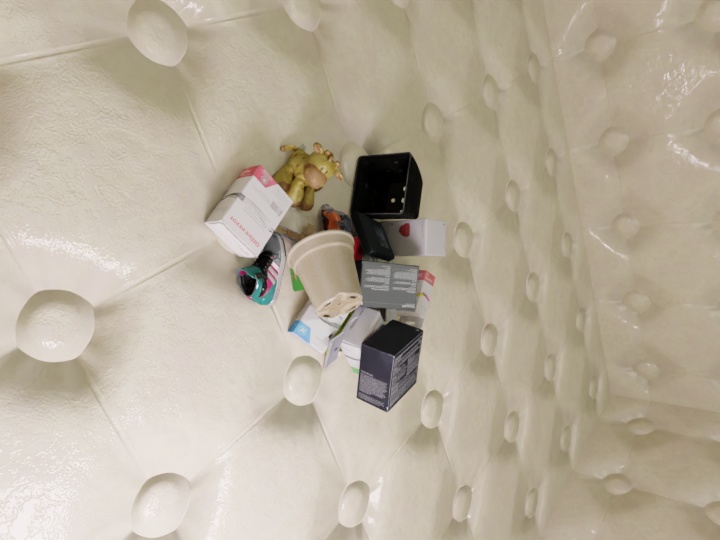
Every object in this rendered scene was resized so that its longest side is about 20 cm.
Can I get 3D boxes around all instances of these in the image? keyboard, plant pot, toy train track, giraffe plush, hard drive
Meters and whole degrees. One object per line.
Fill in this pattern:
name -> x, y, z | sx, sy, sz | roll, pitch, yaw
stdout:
keyboard -> -0.080, 0.239, 1.553 | 0.056, 0.011, 0.201 | -39, 162, -29
plant pot -> 0.107, -0.260, 1.723 | 0.177, 0.199, 0.201 | 19, 76, -56
toy train track -> -0.193, -0.094, 1.513 | 0.199, 0.032, 0.116 | 23, 63, -36
plant pot -> -0.083, 0.021, 1.424 | 0.200, 0.200, 0.185 | 9, 50, -46
giraffe plush -> -0.136, -0.279, 1.476 | 0.172, 0.161, 0.202 | 16, 80, -45
hard drive -> 0.042, -0.107, 1.678 | 0.200, 0.033, 0.141 | 14, 53, -66

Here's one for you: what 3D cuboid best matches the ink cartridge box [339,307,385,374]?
ink cartridge box -> 0.017, 0.230, 1.664 | 0.146, 0.084, 0.201 | -58, 147, -28

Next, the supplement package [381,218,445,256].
supplement package -> 0.180, -0.111, 1.787 | 0.119, 0.199, 0.122 | 2, 89, -46

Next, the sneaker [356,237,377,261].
sneaker -> 0.000, 0.000, 1.688 | 0.115, 0.075, 0.202 | -44, 123, -39

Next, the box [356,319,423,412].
box -> 0.092, 0.288, 1.608 | 0.200, 0.122, 0.200 | -28, 130, -53

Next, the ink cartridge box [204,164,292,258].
ink cartridge box -> -0.291, -0.153, 1.371 | 0.146, 0.084, 0.201 | 49, 56, -35

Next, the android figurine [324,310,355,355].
android figurine -> -0.080, 0.162, 1.633 | 0.181, 0.041, 0.202 | -6, 97, -46

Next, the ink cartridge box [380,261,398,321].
ink cartridge box -> 0.090, 0.072, 1.755 | 0.173, 0.043, 0.202 | 9, 84, -74

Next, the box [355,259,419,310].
box -> 0.075, 0.047, 1.619 | 0.198, 0.079, 0.143 | 6, 87, -24

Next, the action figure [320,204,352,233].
action figure -> -0.064, -0.110, 1.567 | 0.193, 0.104, 0.202 | -22, 100, -74

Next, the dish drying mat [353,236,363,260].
dish drying mat -> -0.026, -0.004, 1.631 | 0.077, 0.018, 0.202 | 5, 96, -58

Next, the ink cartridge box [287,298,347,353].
ink cartridge box -> -0.110, 0.129, 1.533 | 0.116, 0.067, 0.201 | 36, 72, -13

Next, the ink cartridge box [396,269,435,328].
ink cartridge box -> 0.182, 0.101, 1.853 | 0.067, 0.116, 0.202 | 32, 68, -43

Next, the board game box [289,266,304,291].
board game box -> -0.140, -0.001, 1.575 | 0.199, 0.030, 0.096 | -16, 101, -48

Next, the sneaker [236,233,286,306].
sneaker -> -0.273, -0.008, 1.399 | 0.120, 0.083, 0.202 | 12, 83, -55
